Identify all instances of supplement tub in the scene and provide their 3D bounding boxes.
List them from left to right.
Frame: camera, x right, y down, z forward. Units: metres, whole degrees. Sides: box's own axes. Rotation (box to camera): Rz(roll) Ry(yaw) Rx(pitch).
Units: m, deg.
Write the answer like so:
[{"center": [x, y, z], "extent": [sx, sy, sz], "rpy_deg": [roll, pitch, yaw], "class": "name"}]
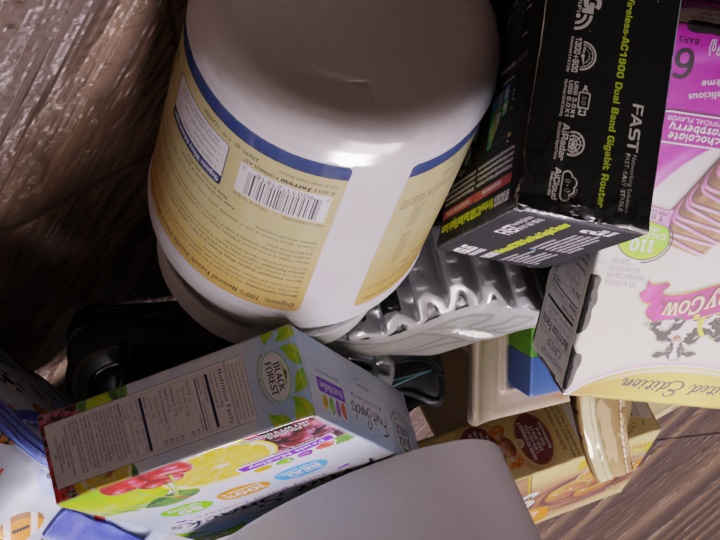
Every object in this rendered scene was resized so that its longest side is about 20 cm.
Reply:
[{"center": [-0.025, -0.062, 0.895], "extent": [0.144, 0.145, 0.200], "rpy_deg": [-14, 153, -24], "class": "supplement tub"}]

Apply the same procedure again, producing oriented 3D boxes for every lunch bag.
[{"center": [-0.186, 0.104, 1.039], "extent": [0.076, 0.160, 0.200], "rpy_deg": [-53, 154, -2], "class": "lunch bag"}]

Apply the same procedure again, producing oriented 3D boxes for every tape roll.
[{"center": [0.018, 0.204, 1.060], "extent": [0.202, 0.140, 0.203], "rpy_deg": [-22, 160, -9], "class": "tape roll"}]

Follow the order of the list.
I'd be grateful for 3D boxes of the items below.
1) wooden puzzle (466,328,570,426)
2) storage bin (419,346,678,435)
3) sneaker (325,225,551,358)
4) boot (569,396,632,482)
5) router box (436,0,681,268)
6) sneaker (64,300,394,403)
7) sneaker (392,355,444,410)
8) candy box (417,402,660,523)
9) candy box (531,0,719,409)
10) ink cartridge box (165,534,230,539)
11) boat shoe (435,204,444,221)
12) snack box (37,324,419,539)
[{"center": [0.153, -0.002, 1.177], "extent": [0.199, 0.046, 0.186], "rpy_deg": [-13, 112, -30], "class": "wooden puzzle"}, {"center": [0.150, 0.064, 1.368], "extent": [0.198, 0.094, 0.200], "rpy_deg": [-31, 154, 12], "class": "storage bin"}, {"center": [0.064, 0.007, 1.027], "extent": [0.199, 0.076, 0.081], "rpy_deg": [-8, 154, -1], "class": "sneaker"}, {"center": [0.197, 0.026, 1.112], "extent": [0.155, 0.201, 0.073], "rpy_deg": [-6, -167, 0], "class": "boot"}, {"center": [0.091, -0.085, 0.866], "extent": [0.062, 0.151, 0.200], "rpy_deg": [10, 175, -6], "class": "router box"}, {"center": [-0.077, 0.046, 1.094], "extent": [0.199, 0.079, 0.076], "rpy_deg": [6, 114, -20], "class": "sneaker"}, {"center": [-0.032, 0.096, 1.256], "extent": [0.200, 0.080, 0.075], "rpy_deg": [-33, 159, 18], "class": "sneaker"}, {"center": [0.100, 0.143, 1.297], "extent": [0.199, 0.055, 0.116], "rpy_deg": [-17, 154, -16], "class": "candy box"}, {"center": [0.178, -0.031, 0.942], "extent": [0.136, 0.061, 0.201], "rpy_deg": [5, 112, -14], "class": "candy box"}, {"center": [-0.091, 0.131, 1.187], "extent": [0.199, 0.146, 0.083], "rpy_deg": [-30, -175, 9], "class": "ink cartridge box"}, {"center": [0.075, -0.061, 1.048], "extent": [0.199, 0.074, 0.060], "rpy_deg": [-7, 146, -13], "class": "boat shoe"}, {"center": [-0.062, 0.092, 0.987], "extent": [0.142, 0.053, 0.200], "rpy_deg": [-19, 162, 12], "class": "snack box"}]
